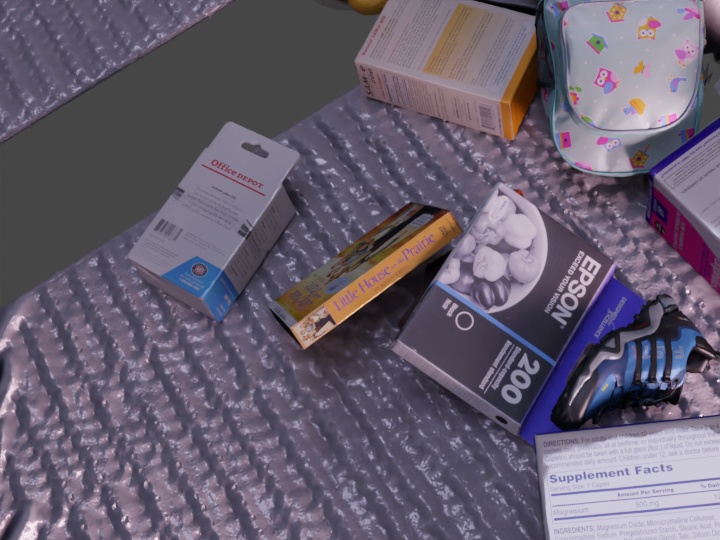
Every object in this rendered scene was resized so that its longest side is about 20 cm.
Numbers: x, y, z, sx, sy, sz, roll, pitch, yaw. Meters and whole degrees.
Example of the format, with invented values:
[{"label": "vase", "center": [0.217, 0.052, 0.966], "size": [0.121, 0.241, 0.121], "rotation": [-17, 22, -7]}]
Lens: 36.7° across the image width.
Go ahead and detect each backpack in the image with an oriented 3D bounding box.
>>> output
[{"label": "backpack", "center": [0.273, -0.197, 1.133], "size": [0.174, 0.153, 0.202], "rotation": [-4, 107, 4]}]

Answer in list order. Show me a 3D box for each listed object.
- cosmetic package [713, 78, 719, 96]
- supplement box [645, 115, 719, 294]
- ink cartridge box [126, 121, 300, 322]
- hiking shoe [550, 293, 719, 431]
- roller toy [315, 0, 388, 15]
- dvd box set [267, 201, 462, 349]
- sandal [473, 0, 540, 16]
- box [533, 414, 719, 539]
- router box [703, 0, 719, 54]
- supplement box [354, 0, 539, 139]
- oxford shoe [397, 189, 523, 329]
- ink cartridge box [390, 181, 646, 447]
[{"label": "cosmetic package", "center": [0.419, -0.145, 1.083], "size": [0.082, 0.051, 0.201], "rotation": [29, 27, -12]}, {"label": "supplement box", "center": [0.387, -0.037, 1.078], "size": [0.103, 0.101, 0.200], "rotation": [-36, 61, -7]}, {"label": "ink cartridge box", "center": [-0.155, -0.057, 1.230], "size": [0.115, 0.067, 0.201], "rotation": [26, 72, 24]}, {"label": "hiking shoe", "center": [0.263, 0.098, 1.026], "size": [0.199, 0.075, 0.087], "rotation": [-35, 66, -30]}, {"label": "roller toy", "center": [-0.012, -0.425, 1.350], "size": [0.199, 0.140, 0.183], "rotation": [28, 82, 25]}, {"label": "dvd box set", "center": [0.000, 0.000, 1.133], "size": [0.199, 0.146, 0.030], "rotation": [-36, 104, -6]}, {"label": "sandal", "center": [0.140, -0.332, 1.295], "size": [0.198, 0.075, 0.045], "rotation": [17, 77, 4]}, {"label": "box", "center": [0.255, 0.244, 0.957], "size": [0.182, 0.105, 0.202], "rotation": [-7, 62, 10]}, {"label": "router box", "center": [0.313, -0.311, 1.205], "size": [0.198, 0.158, 0.052], "rotation": [-8, 32, 7]}, {"label": "supplement box", "center": [0.109, -0.246, 1.266], "size": [0.198, 0.074, 0.127], "rotation": [21, 69, 21]}, {"label": "oxford shoe", "center": [0.108, -0.009, 1.145], "size": [0.072, 0.071, 0.201], "rotation": [23, 69, 29]}, {"label": "ink cartridge box", "center": [0.164, 0.049, 1.071], "size": [0.199, 0.043, 0.199], "rotation": [34, 75, 0]}]
